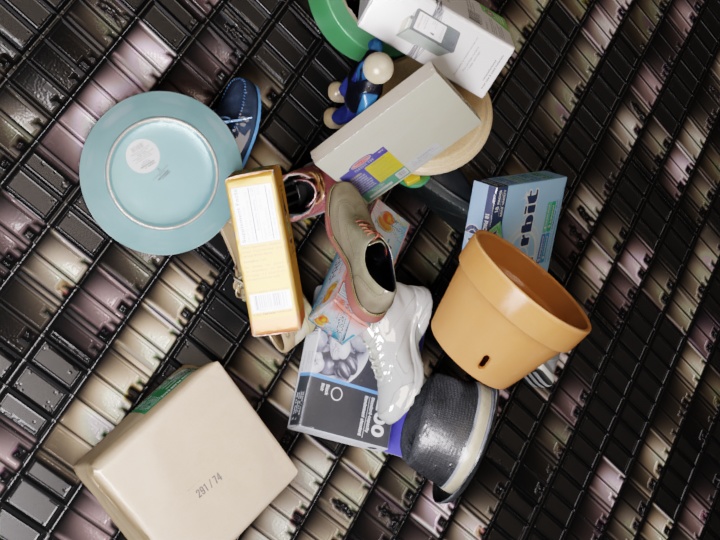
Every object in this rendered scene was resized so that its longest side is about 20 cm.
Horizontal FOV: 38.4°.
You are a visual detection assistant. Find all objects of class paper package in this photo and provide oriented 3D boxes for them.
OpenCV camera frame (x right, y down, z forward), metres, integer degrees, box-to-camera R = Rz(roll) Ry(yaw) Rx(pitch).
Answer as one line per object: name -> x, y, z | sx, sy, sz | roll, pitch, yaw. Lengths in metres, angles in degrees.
paper package -> -0.209, 0.240, 1.243 | 0.200, 0.103, 0.191 | -42, 108, -29

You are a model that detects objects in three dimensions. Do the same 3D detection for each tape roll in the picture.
tape roll -> 0.018, -0.404, 1.500 | 0.199, 0.048, 0.202 | 5, 82, -34

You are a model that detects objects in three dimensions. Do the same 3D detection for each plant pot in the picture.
plant pot -> 0.188, 0.062, 1.386 | 0.199, 0.200, 0.140 | 31, 110, -27

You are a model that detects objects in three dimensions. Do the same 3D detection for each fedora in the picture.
fedora -> 0.114, 0.216, 1.431 | 0.091, 0.201, 0.202 | 23, 71, -9

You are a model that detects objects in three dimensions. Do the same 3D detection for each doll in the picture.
doll -> 0.002, -0.241, 1.376 | 0.048, 0.200, 0.138 | 12, 78, -16

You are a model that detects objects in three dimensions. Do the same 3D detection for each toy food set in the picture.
toy food set -> 0.088, -0.222, 1.471 | 0.197, 0.049, 0.201 | -28, 71, -8

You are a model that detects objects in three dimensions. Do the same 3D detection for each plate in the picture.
plate -> -0.242, -0.118, 1.264 | 0.198, 0.026, 0.202 | -1, 96, -12

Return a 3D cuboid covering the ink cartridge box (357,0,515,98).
ink cartridge box -> 0.100, -0.338, 1.403 | 0.199, 0.084, 0.146 | 28, 27, -13

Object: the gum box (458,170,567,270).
gum box -> 0.224, -0.054, 1.530 | 0.199, 0.044, 0.171 | -14, 118, -50

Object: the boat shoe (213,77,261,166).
boat shoe -> -0.181, -0.160, 1.317 | 0.068, 0.084, 0.202 | 26, 68, -38

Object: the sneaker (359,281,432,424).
sneaker -> 0.033, 0.105, 1.393 | 0.099, 0.078, 0.202 | 19, 62, -24

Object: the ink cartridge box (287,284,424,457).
ink cartridge box -> 0.008, 0.143, 1.434 | 0.199, 0.043, 0.200 | 20, 73, -31

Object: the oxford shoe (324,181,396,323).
oxford shoe -> 0.009, -0.037, 1.321 | 0.070, 0.075, 0.201 | -2, 61, -32

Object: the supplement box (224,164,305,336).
supplement box -> -0.116, -0.025, 1.272 | 0.068, 0.067, 0.202 | -6, 101, 3

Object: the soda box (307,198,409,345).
soda box -> 0.000, 0.000, 1.392 | 0.063, 0.068, 0.201 | 38, 48, -16

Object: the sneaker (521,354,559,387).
sneaker -> 0.249, 0.078, 1.591 | 0.200, 0.075, 0.116 | 51, 55, -29

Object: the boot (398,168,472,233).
boot -> 0.148, -0.166, 1.540 | 0.199, 0.076, 0.169 | 34, 71, -19

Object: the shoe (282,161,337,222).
shoe -> -0.070, -0.104, 1.380 | 0.199, 0.091, 0.072 | -26, 99, -33

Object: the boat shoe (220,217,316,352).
boat shoe -> -0.129, 0.014, 1.340 | 0.064, 0.071, 0.201 | -41, 108, -30

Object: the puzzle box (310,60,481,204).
puzzle box -> 0.047, -0.176, 1.360 | 0.133, 0.199, 0.026 | 35, 26, -51
